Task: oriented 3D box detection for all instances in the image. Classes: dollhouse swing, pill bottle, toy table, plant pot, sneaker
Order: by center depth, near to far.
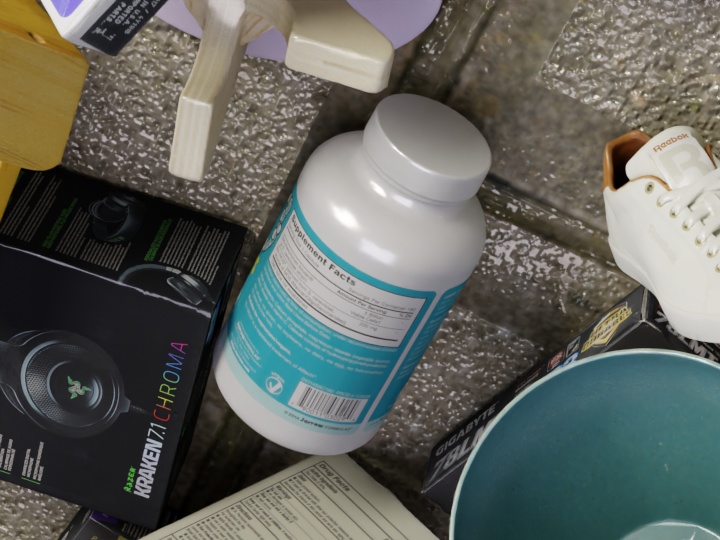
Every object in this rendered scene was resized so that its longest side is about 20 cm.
[{"bbox_3d":[-0.265,-0.103,1.043,0.200,0.181,0.176,47,109,32],"label":"dollhouse swing"},{"bbox_3d":[0.172,-0.023,1.044,0.072,0.200,0.085,-23,112,-14],"label":"sneaker"},{"bbox_3d":[-0.060,-0.151,1.050,0.198,0.117,0.185,6,124,10],"label":"toy table"},{"bbox_3d":[0.161,0.163,1.122,0.198,0.202,0.135,-6,152,16],"label":"plant pot"},{"bbox_3d":[0.000,0.000,1.139,0.110,0.111,0.201,26,124,-5],"label":"pill bottle"}]

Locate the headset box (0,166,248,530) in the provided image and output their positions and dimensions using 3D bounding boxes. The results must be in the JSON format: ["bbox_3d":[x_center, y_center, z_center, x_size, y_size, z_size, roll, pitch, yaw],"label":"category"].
[{"bbox_3d":[-0.187,0.035,1.214,0.198,0.093,0.175,19,124,0],"label":"headset box"}]

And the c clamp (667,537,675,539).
[{"bbox_3d":[0.180,0.227,1.246,0.170,0.027,0.200,34,125,-12],"label":"c clamp"}]

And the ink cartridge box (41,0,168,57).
[{"bbox_3d":[-0.103,-0.236,0.965,0.198,0.201,0.043,-43,147,16],"label":"ink cartridge box"}]

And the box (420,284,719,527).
[{"bbox_3d":[0.173,0.128,1.223,0.198,0.050,0.200,39,123,-14],"label":"box"}]

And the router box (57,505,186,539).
[{"bbox_3d":[-0.154,0.248,1.371,0.157,0.052,0.200,32,124,-9],"label":"router box"}]

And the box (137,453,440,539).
[{"bbox_3d":[-0.059,0.214,1.223,0.199,0.128,0.110,-23,128,-26],"label":"box"}]
